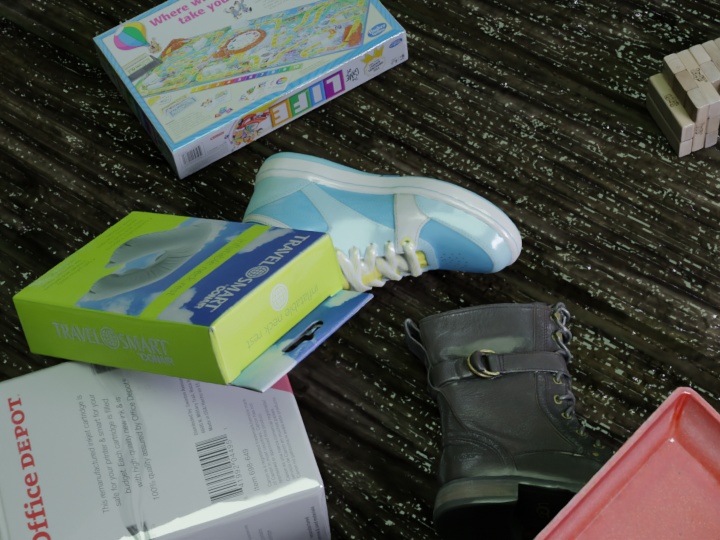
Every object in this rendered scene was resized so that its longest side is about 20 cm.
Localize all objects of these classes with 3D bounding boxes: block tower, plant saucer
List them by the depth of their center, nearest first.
[{"bbox_3d":[0.192,0.196,0.954,0.200,0.037,0.200,45,56,8],"label":"plant saucer"},{"bbox_3d":[0.310,-0.147,1.229,0.200,0.054,0.058,-21,58,-8],"label":"block tower"}]

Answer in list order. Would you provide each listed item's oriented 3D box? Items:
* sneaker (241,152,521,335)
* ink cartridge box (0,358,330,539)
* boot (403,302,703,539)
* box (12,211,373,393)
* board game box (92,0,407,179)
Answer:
[{"bbox_3d":[0.000,0.000,1.151,0.200,0.080,0.131,12,56,24],"label":"sneaker"},{"bbox_3d":[-0.134,0.125,1.077,0.200,0.085,0.146,-16,56,-7],"label":"ink cartridge box"},{"bbox_3d":[0.127,0.089,1.088,0.199,0.069,0.174,2,49,-1],"label":"boot"},{"bbox_3d":[-0.107,0.016,1.071,0.200,0.048,0.122,7,33,37],"label":"box"},{"bbox_3d":[-0.083,-0.168,1.293,0.200,0.034,0.135,-29,59,-13],"label":"board game box"}]
